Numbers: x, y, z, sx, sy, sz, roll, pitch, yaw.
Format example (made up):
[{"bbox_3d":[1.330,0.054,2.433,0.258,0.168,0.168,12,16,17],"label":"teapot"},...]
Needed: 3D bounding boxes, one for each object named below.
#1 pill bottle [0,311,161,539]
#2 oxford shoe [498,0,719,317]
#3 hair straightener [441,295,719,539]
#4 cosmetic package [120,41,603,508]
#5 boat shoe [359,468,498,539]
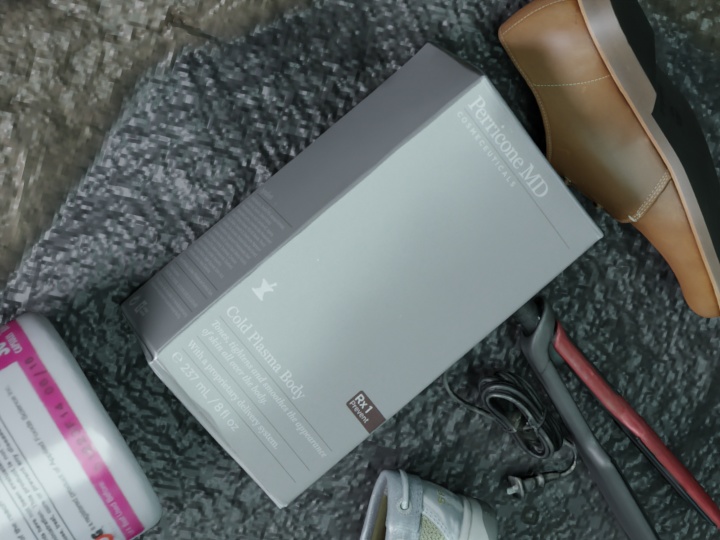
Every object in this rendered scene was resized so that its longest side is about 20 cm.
[{"bbox_3d":[-0.199,0.115,1.199,0.200,0.113,0.114,-32,115,-8],"label":"pill bottle"},{"bbox_3d":[0.128,-0.053,1.299,0.071,0.071,0.200,-21,116,19],"label":"oxford shoe"},{"bbox_3d":[0.102,0.085,1.331,0.077,0.041,0.200,-42,122,-2],"label":"hair straightener"},{"bbox_3d":[0.000,0.000,1.249,0.200,0.090,0.107,-41,113,0],"label":"cosmetic package"},{"bbox_3d":[-0.001,0.197,1.322,0.065,0.074,0.202,25,94,-19],"label":"boat shoe"}]
